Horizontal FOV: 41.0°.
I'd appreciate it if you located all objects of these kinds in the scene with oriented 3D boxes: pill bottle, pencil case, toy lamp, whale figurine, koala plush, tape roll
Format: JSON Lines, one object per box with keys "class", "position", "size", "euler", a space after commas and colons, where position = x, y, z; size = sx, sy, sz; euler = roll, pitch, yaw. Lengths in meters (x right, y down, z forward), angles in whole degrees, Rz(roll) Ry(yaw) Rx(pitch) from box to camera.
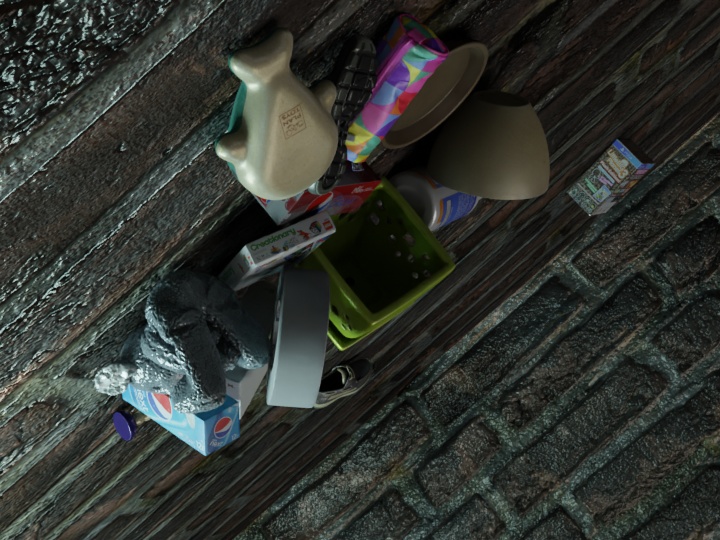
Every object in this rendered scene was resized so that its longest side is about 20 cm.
{"class": "pill bottle", "position": [0.136, -0.135, 1.652], "size": [0.200, 0.112, 0.112], "euler": [-25, 158, -49]}
{"class": "pencil case", "position": [0.024, -0.223, 1.212], "size": [0.200, 0.088, 0.088], "euler": [-51, 162, 25]}
{"class": "toy lamp", "position": [-0.326, 0.224, 1.649], "size": [0.200, 0.058, 0.058], "euler": [-23, 157, -40]}
{"class": "whale figurine", "position": [-0.102, -0.176, 1.065], "size": [0.159, 0.104, 0.200], "euler": [-34, 139, -19]}
{"class": "koala plush", "position": [-0.266, 0.108, 1.350], "size": [0.200, 0.184, 0.177], "euler": [-27, -172, 37]}
{"class": "tape roll", "position": [-0.091, 0.096, 1.384], "size": [0.066, 0.200, 0.200], "euler": [7, 151, -8]}

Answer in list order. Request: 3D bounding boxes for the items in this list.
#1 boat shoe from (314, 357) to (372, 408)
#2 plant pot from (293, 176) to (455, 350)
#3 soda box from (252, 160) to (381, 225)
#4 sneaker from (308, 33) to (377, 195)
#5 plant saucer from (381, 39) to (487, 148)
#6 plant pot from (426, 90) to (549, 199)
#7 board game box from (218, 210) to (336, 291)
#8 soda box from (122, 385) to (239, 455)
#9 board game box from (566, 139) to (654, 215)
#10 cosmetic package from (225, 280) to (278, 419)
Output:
{"class": "boat shoe", "position": [-0.043, 0.275, 2.407], "size": [0.200, 0.075, 0.073], "euler": [-33, 163, -31]}
{"class": "plant pot", "position": [0.000, 0.000, 1.566], "size": [0.200, 0.199, 0.182], "euler": [-33, 169, -30]}
{"class": "soda box", "position": [-0.057, -0.118, 1.340], "size": [0.070, 0.063, 0.200], "euler": [-49, 163, 28]}
{"class": "sneaker", "position": [-0.044, -0.194, 1.164], "size": [0.075, 0.079, 0.200], "euler": [-5, 121, -56]}
{"class": "plant saucer", "position": [0.098, -0.255, 1.371], "size": [0.200, 0.029, 0.200], "euler": [-38, 165, -12]}
{"class": "plant pot", "position": [0.213, -0.212, 1.544], "size": [0.200, 0.200, 0.135], "euler": [-24, 128, -46]}
{"class": "board game box", "position": [-0.122, -0.023, 1.365], "size": [0.126, 0.035, 0.200], "euler": [-25, 177, -23]}
{"class": "soda box", "position": [-0.268, 0.192, 1.422], "size": [0.068, 0.200, 0.064], "euler": [-25, 128, -42]}
{"class": "board game box", "position": [0.689, -0.255, 2.646], "size": [0.200, 0.097, 0.159], "euler": [-48, 163, 24]}
{"class": "cosmetic package", "position": [-0.178, 0.121, 1.510], "size": [0.102, 0.074, 0.200], "euler": [98, 15, -46]}
